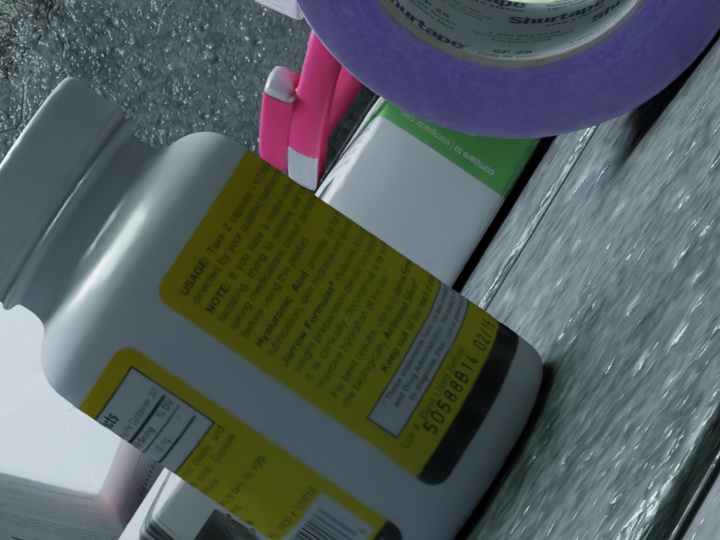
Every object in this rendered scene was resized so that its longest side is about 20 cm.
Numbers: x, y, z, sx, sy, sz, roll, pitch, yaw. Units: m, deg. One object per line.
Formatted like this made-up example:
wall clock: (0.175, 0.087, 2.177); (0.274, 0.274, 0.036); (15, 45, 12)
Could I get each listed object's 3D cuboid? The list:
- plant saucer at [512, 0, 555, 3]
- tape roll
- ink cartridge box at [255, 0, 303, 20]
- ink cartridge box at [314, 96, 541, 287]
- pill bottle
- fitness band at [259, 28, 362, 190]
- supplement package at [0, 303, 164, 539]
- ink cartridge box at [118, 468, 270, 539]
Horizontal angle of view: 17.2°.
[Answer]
plant saucer: (0.110, -0.192, 1.141); (0.199, 0.031, 0.201); (-29, 48, 37)
tape roll: (0.066, -0.162, 0.980); (0.200, 0.199, 0.085); (-54, 4, 24)
ink cartridge box: (-0.001, -0.264, 1.235); (0.200, 0.040, 0.200); (103, -168, -59)
ink cartridge box: (0.000, 0.000, 1.274); (0.201, 0.084, 0.146); (-57, 4, -17)
pill bottle: (-0.044, 0.021, 0.846); (0.112, 0.199, 0.111); (-55, 5, 7)
fitness band: (-0.012, -0.128, 1.299); (0.200, 0.037, 0.144); (103, -170, -69)
supplement package: (-0.134, 0.099, 1.226); (0.200, 0.109, 0.114); (68, -143, -58)
ink cartridge box: (-0.044, 0.100, 1.041); (0.200, 0.083, 0.147); (-54, 4, 36)
